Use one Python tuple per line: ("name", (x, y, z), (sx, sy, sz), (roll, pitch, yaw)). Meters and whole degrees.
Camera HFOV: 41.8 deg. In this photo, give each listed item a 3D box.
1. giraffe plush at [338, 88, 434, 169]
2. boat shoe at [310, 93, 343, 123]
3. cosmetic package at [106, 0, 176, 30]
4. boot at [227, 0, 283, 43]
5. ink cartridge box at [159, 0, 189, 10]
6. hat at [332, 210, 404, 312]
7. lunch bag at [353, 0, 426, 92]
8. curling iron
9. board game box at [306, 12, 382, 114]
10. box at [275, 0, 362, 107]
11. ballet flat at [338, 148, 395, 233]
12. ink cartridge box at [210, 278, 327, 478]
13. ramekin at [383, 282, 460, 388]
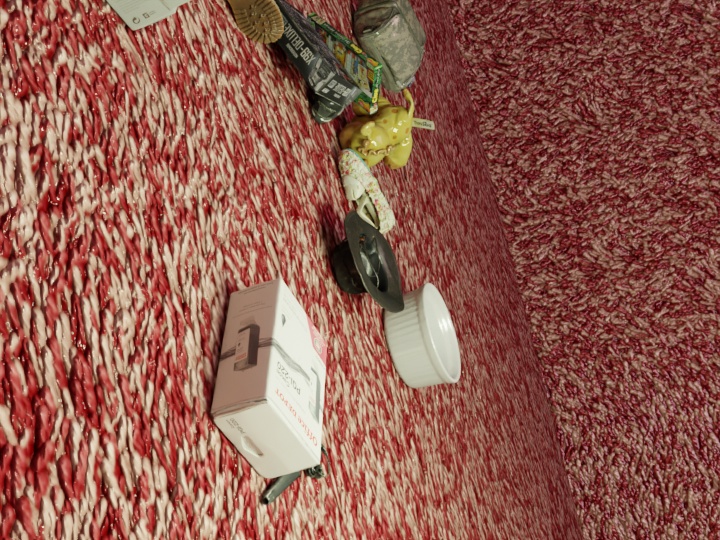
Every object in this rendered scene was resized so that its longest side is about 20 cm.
("giraffe plush", (0.027, -0.265, 1.909), (0.162, 0.198, 0.175), (-38, 116, -40))
("boat shoe", (-0.060, -0.340, 1.848), (0.071, 0.068, 0.201), (24, 24, -5))
("cosmetic package", (-0.302, -0.400, 1.131), (0.200, 0.073, 0.103), (51, 27, -53))
("boot", (-0.188, -0.469, 1.547), (0.200, 0.074, 0.108), (52, 22, -46))
("ink cartridge box", (-0.198, -0.437, 1.127), (0.087, 0.143, 0.203), (41, 34, -59))
("hat", (0.000, 0.000, 1.666), (0.201, 0.080, 0.202), (51, 24, -33))
("lunch bag", (0.069, -0.563, 2.325), (0.201, 0.137, 0.170), (54, 41, -44))
("curling iron", (-0.082, 0.270, 1.243), (0.050, 0.025, 0.200), (70, 18, 2))
("board game box", (-0.035, -0.388, 1.764), (0.200, 0.023, 0.106), (43, -31, 29))
("box", (-0.093, -0.393, 1.684), (0.201, 0.050, 0.157), (53, 14, 11))
("ballet flat", (0.008, -0.145, 1.851), (0.064, 0.075, 0.201), (-53, 126, -27))
("ink cartridge box", (-0.110, 0.135, 1.193), (0.202, 0.084, 0.146), (-86, 152, -45))
("ramekin", (0.121, 0.135, 1.872), (0.200, 0.096, 0.204), (-18, 90, -73))
